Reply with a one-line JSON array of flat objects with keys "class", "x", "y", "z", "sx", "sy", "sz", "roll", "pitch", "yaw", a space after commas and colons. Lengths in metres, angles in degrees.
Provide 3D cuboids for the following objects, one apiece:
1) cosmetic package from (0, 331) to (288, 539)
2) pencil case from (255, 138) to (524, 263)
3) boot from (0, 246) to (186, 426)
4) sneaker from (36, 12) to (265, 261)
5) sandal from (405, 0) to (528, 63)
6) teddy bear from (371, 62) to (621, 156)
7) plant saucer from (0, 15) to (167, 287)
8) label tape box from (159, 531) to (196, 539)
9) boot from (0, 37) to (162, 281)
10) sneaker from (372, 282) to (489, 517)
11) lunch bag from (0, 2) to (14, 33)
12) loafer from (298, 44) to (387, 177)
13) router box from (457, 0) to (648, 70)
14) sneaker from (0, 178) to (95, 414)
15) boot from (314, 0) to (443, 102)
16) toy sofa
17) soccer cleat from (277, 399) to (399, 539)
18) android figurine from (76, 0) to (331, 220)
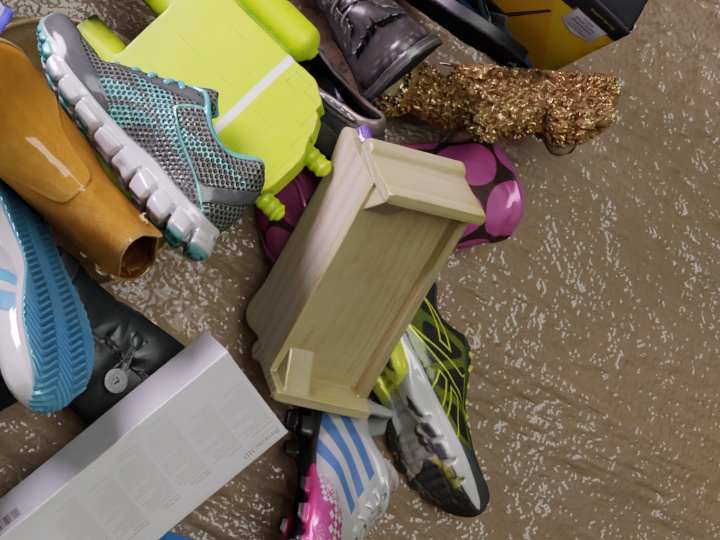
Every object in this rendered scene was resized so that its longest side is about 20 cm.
[{"class": "cosmetic package", "x": -0.155, "y": 0.139, "z": 1.508, "sx": 0.200, "sy": 0.051, "sz": 0.083, "roll": -39, "pitch": 117, "yaw": -9}, {"class": "pencil case", "x": 0.021, "y": -0.057, "z": 1.668, "sx": 0.200, "sy": 0.091, "sz": 0.094, "roll": -4, "pitch": 51, "yaw": -29}, {"class": "boot", "x": -0.191, "y": 0.103, "z": 1.547, "sx": 0.165, "sy": 0.066, "sz": 0.200, "roll": -49, "pitch": 120, "yaw": -2}, {"class": "sneaker", "x": -0.141, "y": -0.104, "z": 1.502, "sx": 0.091, "sy": 0.078, "sz": 0.200, "roll": -38, "pitch": 86, "yaw": -11}, {"class": "sandal", "x": 0.050, "y": -0.226, "z": 1.671, "sx": 0.200, "sy": 0.075, "sz": 0.045, "roll": 38, "pitch": 86, "yaw": 17}, {"class": "teddy bear", "x": 0.097, "y": -0.126, "z": 1.686, "sx": 0.200, "sy": 0.145, "sz": 0.067, "roll": 3, "pitch": 96, "yaw": -22}, {"class": "plant saucer", "x": -0.218, "y": -0.082, "z": 1.575, "sx": 0.200, "sy": 0.035, "sz": 0.200, "roll": 5, "pitch": 79, "yaw": -26}, {"class": "label tape box", "x": -0.138, "y": 0.269, "z": 1.542, "sx": 0.200, "sy": 0.063, "sz": 0.144, "roll": 43, "pitch": 65, "yaw": -15}, {"class": "boot", "x": -0.197, "y": -0.068, "z": 1.440, "sx": 0.071, "sy": 0.201, "sz": 0.144, "roll": -44, "pitch": 72, "yaw": -5}, {"class": "sneaker", "x": 0.059, "y": 0.090, "z": 1.666, "sx": 0.085, "sy": 0.074, "sz": 0.200, "roll": -29, "pitch": 97, "yaw": -32}, {"class": "lunch bag", "x": -0.351, "y": -0.148, "z": 1.450, "sx": 0.170, "sy": 0.124, "sz": 0.200, "roll": 41, "pitch": 81, "yaw": -18}, {"class": "loafer", "x": -0.044, "y": -0.151, "z": 1.613, "sx": 0.072, "sy": 0.063, "sz": 0.200, "roll": -19, "pitch": 60, "yaw": -41}, {"class": "router box", "x": 0.106, "y": -0.242, "z": 1.701, "sx": 0.200, "sy": 0.149, "sz": 0.051, "roll": 39, "pitch": 62, "yaw": -16}, {"class": "sneaker", "x": -0.235, "y": 0.025, "z": 1.446, "sx": 0.081, "sy": 0.200, "sz": 0.077, "roll": -36, "pitch": 137, "yaw": 11}, {"class": "boot", "x": -0.027, "y": -0.217, "z": 1.618, "sx": 0.069, "sy": 0.200, "sz": 0.174, "roll": -39, "pitch": 107, "yaw": -2}, {"class": "toy sofa", "x": 0.000, "y": 0.000, "z": 1.570, "sx": 0.083, "sy": 0.098, "sz": 0.200, "roll": 13, "pitch": 121, "yaw": -28}, {"class": "soccer cleat", "x": -0.012, "y": 0.170, "z": 1.589, "sx": 0.086, "sy": 0.070, "sz": 0.200, "roll": 16, "pitch": 52, "yaw": -15}, {"class": "android figurine", "x": -0.108, "y": -0.123, "z": 1.553, "sx": 0.200, "sy": 0.041, "sz": 0.182, "roll": 43, "pitch": 84, "yaw": 7}]
